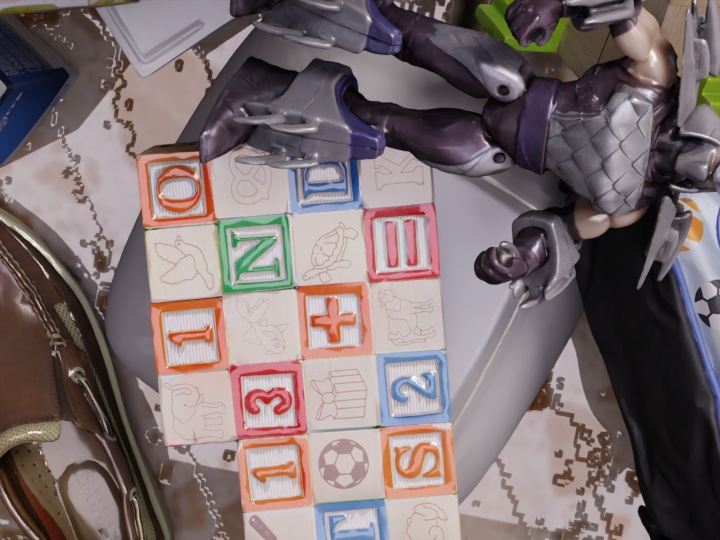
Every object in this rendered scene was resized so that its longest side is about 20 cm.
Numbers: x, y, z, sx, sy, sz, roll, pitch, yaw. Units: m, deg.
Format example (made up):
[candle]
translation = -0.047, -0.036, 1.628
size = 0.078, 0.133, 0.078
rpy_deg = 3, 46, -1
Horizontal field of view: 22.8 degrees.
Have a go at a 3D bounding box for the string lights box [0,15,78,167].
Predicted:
[string lights box]
translation = -0.181, -0.086, 0.703
size = 0.103, 0.200, 0.059
rpy_deg = 40, 97, -5

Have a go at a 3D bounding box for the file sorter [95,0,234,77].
[file sorter]
translation = -0.079, -0.203, 0.724
size = 0.138, 0.125, 0.201
rpy_deg = -32, 97, 6

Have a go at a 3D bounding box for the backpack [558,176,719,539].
[backpack]
translation = 0.198, 0.010, 0.733
size = 0.190, 0.154, 0.202
rpy_deg = -24, 105, -31

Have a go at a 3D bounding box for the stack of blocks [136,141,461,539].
[stack of blocks]
translation = -0.021, 0.046, 0.720
size = 0.114, 0.059, 0.202
rpy_deg = -5, 98, 1

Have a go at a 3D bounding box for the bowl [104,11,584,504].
[bowl]
translation = 0.000, 0.000, 0.781
size = 0.199, 0.075, 0.201
rpy_deg = 29, 97, -3

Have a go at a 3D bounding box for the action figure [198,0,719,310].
[action figure]
translation = 0.048, -0.054, 0.630
size = 0.199, 0.069, 0.131
rpy_deg = 15, 115, 15

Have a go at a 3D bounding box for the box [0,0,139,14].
[box]
translation = -0.124, -0.194, 0.639
size = 0.075, 0.050, 0.202
rpy_deg = -5, 98, 2

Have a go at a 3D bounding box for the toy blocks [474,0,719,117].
[toy blocks]
translation = 0.105, -0.153, 0.675
size = 0.099, 0.200, 0.137
rpy_deg = -1, 129, -29

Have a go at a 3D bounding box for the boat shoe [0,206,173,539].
[boat shoe]
translation = -0.141, 0.060, 0.787
size = 0.074, 0.075, 0.203
rpy_deg = -29, 97, 6
